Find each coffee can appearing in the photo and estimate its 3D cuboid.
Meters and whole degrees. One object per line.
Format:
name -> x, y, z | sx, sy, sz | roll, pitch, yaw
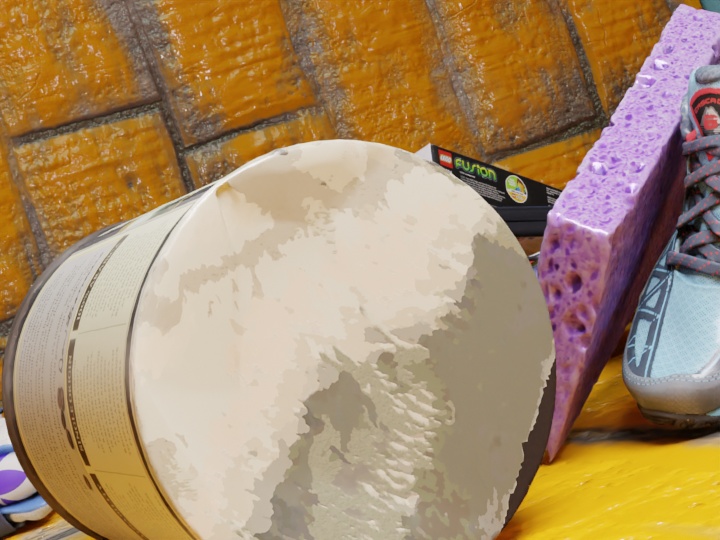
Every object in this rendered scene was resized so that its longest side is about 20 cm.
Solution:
coffee can -> -0.042, 0.040, 0.540 | 0.146, 0.146, 0.200 | -20, 3, -24

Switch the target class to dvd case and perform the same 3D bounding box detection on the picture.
dvd case -> 0.031, -0.026, 0.847 | 0.143, 0.018, 0.200 | -2, 1, -9

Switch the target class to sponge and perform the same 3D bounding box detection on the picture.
sponge -> 0.111, -0.022, 0.617 | 0.030, 0.112, 0.200 | 20, 39, 17

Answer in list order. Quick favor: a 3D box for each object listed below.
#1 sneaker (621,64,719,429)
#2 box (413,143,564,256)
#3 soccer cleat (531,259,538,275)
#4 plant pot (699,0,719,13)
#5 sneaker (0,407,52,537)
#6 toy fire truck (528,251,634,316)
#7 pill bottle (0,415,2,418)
sneaker -> 0.143, -0.036, 0.563 | 0.079, 0.096, 0.200 | 7, 60, 47
box -> 0.088, -0.026, 1.021 | 0.200, 0.035, 0.110 | 15, -32, -38
soccer cleat -> 0.140, 0.000, 0.829 | 0.200, 0.065, 0.084 | -29, 6, -36
plant pot -> 0.313, -0.128, 0.877 | 0.141, 0.200, 0.141 | -16, 4, 41
sneaker -> -0.258, 0.133, 0.861 | 0.146, 0.081, 0.200 | -22, -5, 28
toy fire truck -> 0.099, 0.024, 0.929 | 0.141, 0.049, 0.200 | -22, 5, -43
pill bottle -> -0.339, 0.138, 1.001 | 0.111, 0.111, 0.200 | -18, 3, 19
